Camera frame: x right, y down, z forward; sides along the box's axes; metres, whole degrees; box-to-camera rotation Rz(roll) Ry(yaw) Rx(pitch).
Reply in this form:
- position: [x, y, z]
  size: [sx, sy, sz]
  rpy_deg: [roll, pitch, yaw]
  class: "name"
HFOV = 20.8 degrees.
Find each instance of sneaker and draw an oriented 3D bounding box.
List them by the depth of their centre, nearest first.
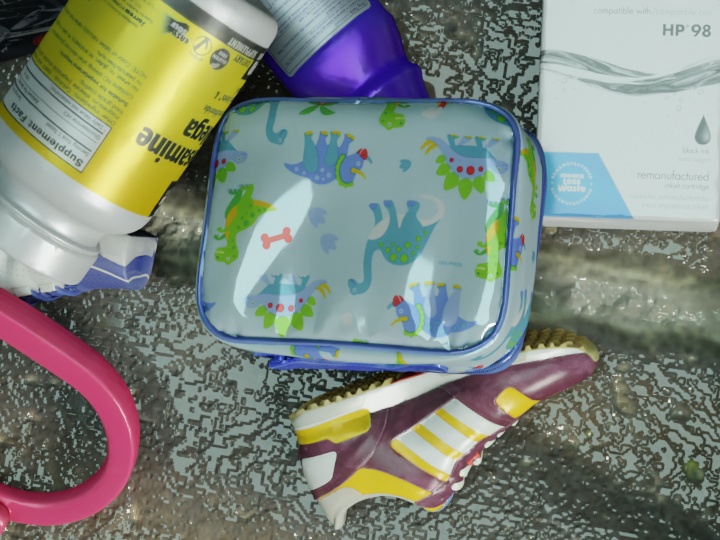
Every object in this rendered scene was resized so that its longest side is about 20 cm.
- position: [0.059, 0.099, 1.223]
  size: [0.199, 0.075, 0.091]
  rpy_deg: [-17, 94, 13]
  class: "sneaker"
- position: [-0.233, 0.007, 1.274]
  size: [0.198, 0.081, 0.116]
  rpy_deg: [12, 91, 17]
  class: "sneaker"

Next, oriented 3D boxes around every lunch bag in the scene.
- position: [0.005, -0.018, 1.157]
  size: [0.199, 0.082, 0.162]
  rpy_deg: [2, 80, 19]
  class: "lunch bag"

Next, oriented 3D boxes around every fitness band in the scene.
- position: [-0.235, 0.086, 1.243]
  size: [0.199, 0.037, 0.144]
  rpy_deg: [34, 110, -13]
  class: "fitness band"

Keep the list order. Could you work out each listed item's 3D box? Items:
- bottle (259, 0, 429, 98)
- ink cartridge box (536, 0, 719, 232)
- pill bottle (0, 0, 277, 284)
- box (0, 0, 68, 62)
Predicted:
- position: [-0.018, -0.145, 1.251]
  size: [0.083, 0.065, 0.200]
  rpy_deg: [-41, 81, 5]
  class: "bottle"
- position: [0.169, -0.128, 1.218]
  size: [0.115, 0.067, 0.202]
  rpy_deg: [2, 86, 10]
  class: "ink cartridge box"
- position: [-0.146, -0.096, 1.161]
  size: [0.112, 0.112, 0.201]
  rpy_deg: [37, 99, 10]
  class: "pill bottle"
- position: [-0.245, -0.202, 1.224]
  size: [0.181, 0.200, 0.105]
  rpy_deg: [-12, 83, 9]
  class: "box"
